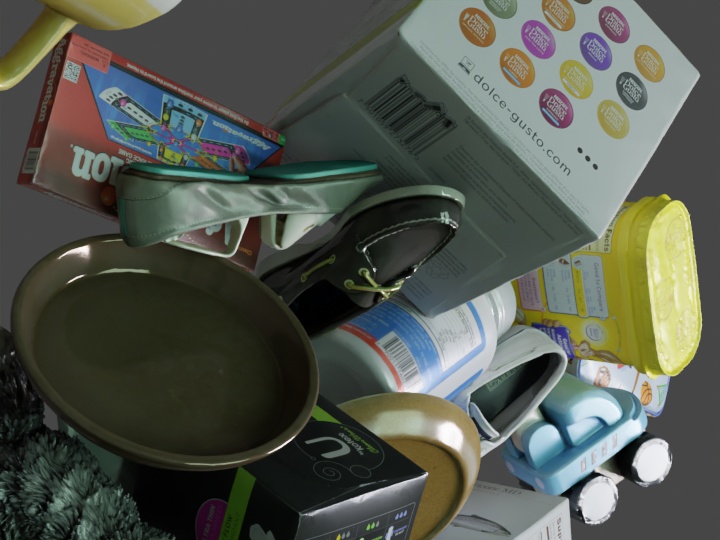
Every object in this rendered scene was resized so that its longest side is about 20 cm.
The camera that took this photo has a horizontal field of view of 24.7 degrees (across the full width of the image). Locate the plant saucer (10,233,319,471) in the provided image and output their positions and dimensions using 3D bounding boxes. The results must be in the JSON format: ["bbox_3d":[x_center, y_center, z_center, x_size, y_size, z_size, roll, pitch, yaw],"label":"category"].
[{"bbox_3d":[-0.123,0.053,1.037,0.200,0.200,0.029,-29,152,-48],"label":"plant saucer"}]

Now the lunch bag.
[{"bbox_3d":[0.246,0.055,1.616,0.200,0.076,0.160,25,72,-51],"label":"lunch bag"}]

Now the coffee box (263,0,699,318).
[{"bbox_3d":[0.086,-0.121,1.214,0.200,0.200,0.198,45,53,-11],"label":"coffee box"}]

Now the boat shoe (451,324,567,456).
[{"bbox_3d":[0.087,0.122,1.359,0.200,0.065,0.074,-46,111,-6],"label":"boat shoe"}]

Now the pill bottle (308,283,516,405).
[{"bbox_3d":[0.038,0.059,1.305,0.200,0.112,0.112,-32,120,-47],"label":"pill bottle"}]

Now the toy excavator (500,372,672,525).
[{"bbox_3d":[0.157,0.133,1.468,0.194,0.100,0.200,-33,115,-18],"label":"toy excavator"}]

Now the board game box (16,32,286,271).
[{"bbox_3d":[-0.135,-0.075,1.111,0.200,0.019,0.103,23,77,-45],"label":"board game box"}]

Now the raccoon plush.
[{"bbox_3d":[-0.176,0.139,1.007,0.097,0.134,0.200,-47,130,-39],"label":"raccoon plush"}]

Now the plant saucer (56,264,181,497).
[{"bbox_3d":[-0.123,0.078,1.143,0.200,0.050,0.200,-9,102,-52],"label":"plant saucer"}]

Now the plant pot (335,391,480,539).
[{"bbox_3d":[0.002,0.170,1.232,0.200,0.027,0.200,-13,135,-14],"label":"plant pot"}]

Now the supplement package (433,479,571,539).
[{"bbox_3d":[0.082,0.271,1.387,0.200,0.117,0.117,-26,115,-49],"label":"supplement package"}]

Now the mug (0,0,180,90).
[{"bbox_3d":[-0.181,-0.211,0.983,0.153,0.187,0.149,37,32,-59],"label":"mug"}]

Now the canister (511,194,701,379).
[{"bbox_3d":[0.179,0.007,1.412,0.087,0.200,0.149,-35,122,-46],"label":"canister"}]

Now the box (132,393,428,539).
[{"bbox_3d":[-0.067,0.194,1.096,0.124,0.149,0.200,-11,123,-46],"label":"box"}]

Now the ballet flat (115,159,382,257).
[{"bbox_3d":[-0.074,-0.042,1.111,0.200,0.067,0.064,-4,100,-34],"label":"ballet flat"}]

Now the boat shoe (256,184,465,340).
[{"bbox_3d":[0.000,0.000,1.167,0.072,0.201,0.061,21,56,-35],"label":"boat shoe"}]
